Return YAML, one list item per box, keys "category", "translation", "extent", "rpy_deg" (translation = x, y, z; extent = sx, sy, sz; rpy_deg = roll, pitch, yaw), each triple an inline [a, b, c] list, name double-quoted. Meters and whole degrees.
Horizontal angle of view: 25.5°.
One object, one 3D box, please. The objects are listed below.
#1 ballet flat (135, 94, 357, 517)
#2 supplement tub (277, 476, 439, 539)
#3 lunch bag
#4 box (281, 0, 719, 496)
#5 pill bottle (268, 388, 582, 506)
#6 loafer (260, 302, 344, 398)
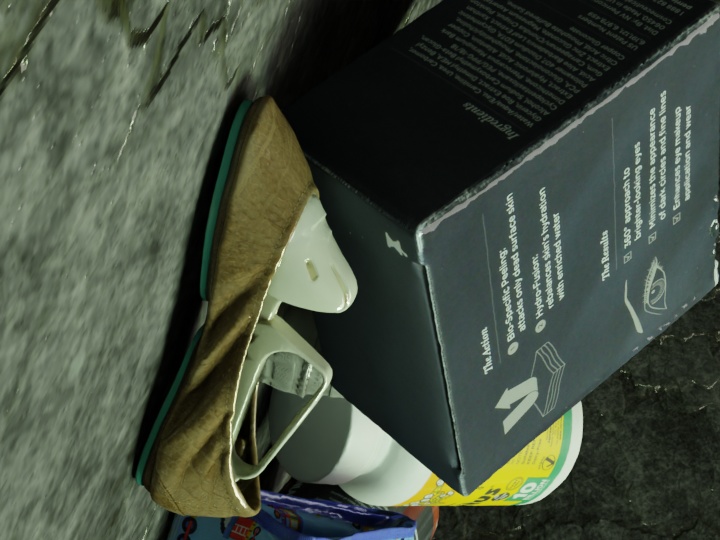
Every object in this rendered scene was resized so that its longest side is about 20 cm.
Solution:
- category: "ballet flat"
  translation: [-0.043, 0.025, 0.709]
  extent: [0.068, 0.072, 0.202]
  rpy_deg: [-45, 154, -72]
- category: "supplement tub"
  translation: [-0.030, 0.197, 1.057]
  extent: [0.200, 0.106, 0.108]
  rpy_deg: [-43, 153, -55]
- category: "lunch bag"
  translation: [-0.034, 0.208, 0.899]
  extent: [0.200, 0.094, 0.152]
  rpy_deg: [19, 91, -58]
- category: "box"
  translation: [0.076, -0.031, 0.803]
  extent: [0.199, 0.117, 0.198]
  rpy_deg: [-36, 141, -22]
- category: "pill bottle"
  translation: [0.042, 0.098, 1.040]
  extent: [0.199, 0.113, 0.114]
  rpy_deg: [7, 107, -41]
- category: "loafer"
  translation: [0.000, 0.000, 0.948]
  extent: [0.070, 0.069, 0.201]
  rpy_deg: [101, 12, -49]
